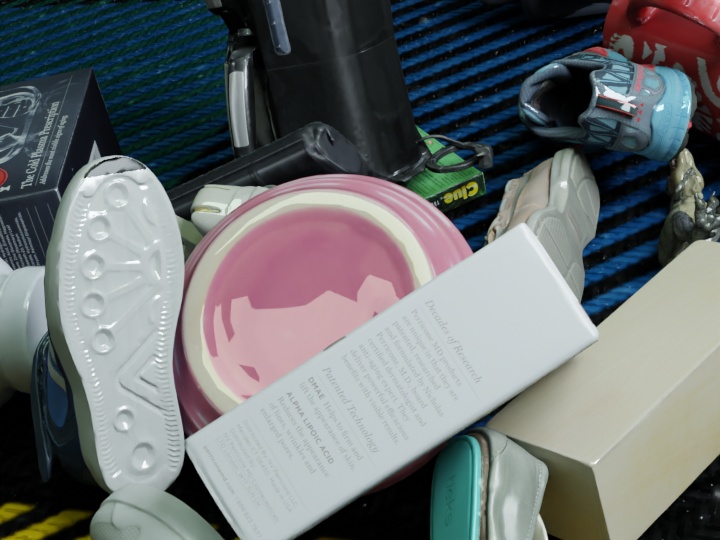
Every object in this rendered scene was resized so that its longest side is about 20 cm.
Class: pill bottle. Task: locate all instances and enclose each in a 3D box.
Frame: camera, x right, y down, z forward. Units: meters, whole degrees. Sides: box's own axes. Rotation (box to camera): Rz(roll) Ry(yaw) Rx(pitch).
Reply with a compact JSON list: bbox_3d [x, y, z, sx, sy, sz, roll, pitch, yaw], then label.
[{"bbox_3d":[-0.289,0.042,0.942,0.199,0.112,0.112,-2,34,17],"label":"pill bottle"}]

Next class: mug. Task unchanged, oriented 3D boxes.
[{"bbox_3d":[0.265,-0.168,1.011,0.133,0.178,0.200,-36,33,-9],"label":"mug"}]

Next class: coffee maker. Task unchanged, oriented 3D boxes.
[{"bbox_3d":[-0.017,-0.164,1.015,0.191,0.201,0.135,-10,17,1],"label":"coffee maker"}]

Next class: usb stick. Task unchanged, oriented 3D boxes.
[{"bbox_3d":[-0.083,-0.051,0.975,0.200,0.055,0.033,-21,52,39],"label":"usb stick"}]

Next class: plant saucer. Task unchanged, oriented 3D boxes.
[{"bbox_3d":[-0.025,0.031,0.830,0.200,0.051,0.201,-5,67,11],"label":"plant saucer"}]

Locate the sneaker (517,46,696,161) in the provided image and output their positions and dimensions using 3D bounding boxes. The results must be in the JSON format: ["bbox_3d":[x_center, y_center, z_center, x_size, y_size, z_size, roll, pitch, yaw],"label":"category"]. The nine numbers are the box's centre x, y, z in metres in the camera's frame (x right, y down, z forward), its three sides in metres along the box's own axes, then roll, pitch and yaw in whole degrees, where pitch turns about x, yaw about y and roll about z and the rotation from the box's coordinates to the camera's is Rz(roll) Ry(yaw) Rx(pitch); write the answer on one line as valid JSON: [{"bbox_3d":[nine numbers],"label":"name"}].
[{"bbox_3d":[0.151,-0.127,1.011,0.095,0.080,0.200,10,3,-21],"label":"sneaker"}]

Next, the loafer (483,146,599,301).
[{"bbox_3d":[0.111,-0.015,0.938,0.063,0.072,0.200,-16,23,27],"label":"loafer"}]

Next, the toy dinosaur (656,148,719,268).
[{"bbox_3d":[0.211,-0.024,0.904,0.047,0.088,0.200,32,44,-3],"label":"toy dinosaur"}]

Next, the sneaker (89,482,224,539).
[{"bbox_3d":[-0.107,0.184,0.700,0.115,0.074,0.200,-29,37,-28],"label":"sneaker"}]

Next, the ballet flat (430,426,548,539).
[{"bbox_3d":[0.058,0.169,0.666,0.067,0.064,0.201,-32,37,47],"label":"ballet flat"}]

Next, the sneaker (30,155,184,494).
[{"bbox_3d":[-0.161,0.029,0.840,0.080,0.201,0.146,-11,13,-28],"label":"sneaker"}]

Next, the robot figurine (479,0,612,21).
[{"bbox_3d":[0.198,-0.283,1.250,0.199,0.125,0.151,-6,68,11],"label":"robot figurine"}]

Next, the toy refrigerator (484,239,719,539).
[{"bbox_3d":[0.165,0.067,0.786,0.200,0.070,0.076,-36,33,-32],"label":"toy refrigerator"}]

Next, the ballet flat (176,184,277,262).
[{"bbox_3d":[-0.099,-0.019,0.938,0.200,0.072,0.072,-22,23,39],"label":"ballet flat"}]

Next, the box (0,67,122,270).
[{"bbox_3d":[-0.287,-0.052,1.090,0.181,0.104,0.200,-12,33,5],"label":"box"}]

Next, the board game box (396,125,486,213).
[{"bbox_3d":[0.003,-0.085,1.110,0.104,0.024,0.200,-23,34,-16],"label":"board game box"}]

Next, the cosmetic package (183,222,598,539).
[{"bbox_3d":[0.018,0.060,0.726,0.200,0.074,0.102,-35,-7,2],"label":"cosmetic package"}]
